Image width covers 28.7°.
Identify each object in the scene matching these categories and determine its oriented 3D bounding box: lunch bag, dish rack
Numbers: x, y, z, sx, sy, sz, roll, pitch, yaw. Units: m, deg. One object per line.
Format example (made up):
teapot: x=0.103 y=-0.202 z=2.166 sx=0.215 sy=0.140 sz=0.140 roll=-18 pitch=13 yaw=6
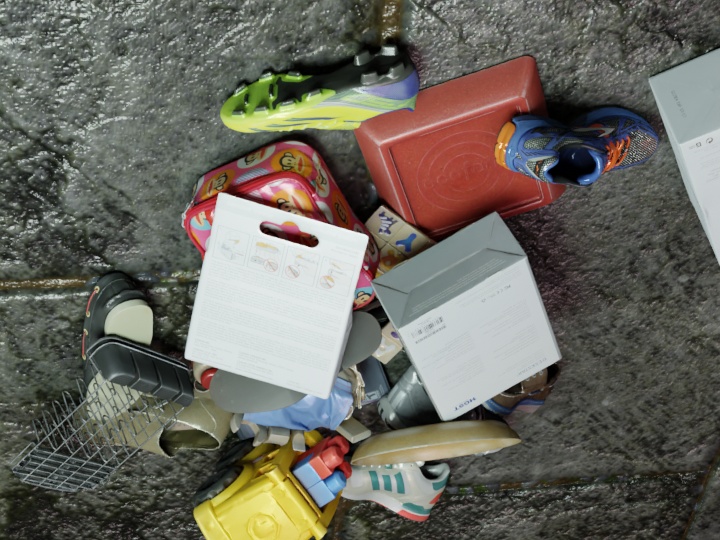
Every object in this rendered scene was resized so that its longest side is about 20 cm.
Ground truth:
lunch bag: x=-0.091 y=-0.029 z=1.486 sx=0.175 sy=0.082 sz=0.200 roll=-20 pitch=127 yaw=22
dish rack: x=-0.292 y=0.169 z=1.575 sx=0.200 sy=0.055 sz=0.153 roll=-42 pitch=144 yaw=15

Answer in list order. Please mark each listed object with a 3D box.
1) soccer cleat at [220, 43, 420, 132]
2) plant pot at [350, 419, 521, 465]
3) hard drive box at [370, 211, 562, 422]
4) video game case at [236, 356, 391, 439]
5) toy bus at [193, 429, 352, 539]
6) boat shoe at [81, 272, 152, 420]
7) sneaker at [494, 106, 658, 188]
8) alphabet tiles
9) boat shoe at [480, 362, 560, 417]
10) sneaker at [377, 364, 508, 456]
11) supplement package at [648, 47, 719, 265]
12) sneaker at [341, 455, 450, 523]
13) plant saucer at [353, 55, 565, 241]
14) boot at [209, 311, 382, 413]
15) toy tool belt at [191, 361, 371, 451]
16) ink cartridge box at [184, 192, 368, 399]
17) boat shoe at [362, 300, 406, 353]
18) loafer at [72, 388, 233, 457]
soccer cleat: x=-0.037 y=-0.161 z=1.390 sx=0.199 sy=0.065 sz=0.084 roll=-14 pitch=137 yaw=1
plant pot: x=0.085 y=0.198 z=1.629 sx=0.199 sy=0.028 sz=0.200 roll=-8 pitch=167 yaw=-2
hard drive box: x=0.117 y=0.055 z=1.518 sx=0.155 sy=0.077 sz=0.200 roll=-28 pitch=140 yaw=-2
video game case: x=-0.073 y=0.131 z=1.701 sx=0.199 sy=0.019 sz=0.143 roll=-17 pitch=135 yaw=4
toy bus: x=-0.081 y=0.254 z=1.682 sx=0.192 sy=0.200 sz=0.136 roll=-36 pitch=97 yaw=19
boat shoe: x=-0.277 y=0.089 z=1.588 sx=0.073 sy=0.063 sz=0.202 roll=-12 pitch=139 yaw=-29
sneaker: x=0.233 y=-0.117 z=1.452 sx=0.199 sy=0.078 sz=0.076 roll=-10 pitch=128 yaw=-30
alphabet tiles: x=0.000 y=0.000 z=1.550 sx=0.199 sy=0.008 sz=0.167 roll=35 pitch=122 yaw=-15
boat shoe: x=0.182 y=0.124 z=1.683 sx=0.072 sy=0.072 sz=0.200 roll=-49 pitch=159 yaw=15
sneaker: x=0.127 y=0.158 z=1.733 sx=0.199 sy=0.075 sz=0.116 roll=14 pitch=118 yaw=-34
supplement package: x=0.392 y=-0.121 z=1.485 sx=0.109 sy=0.114 sz=0.200 roll=-22 pitch=136 yaw=11
sneaker: x=0.029 y=0.254 z=1.819 sx=0.199 sy=0.070 sz=0.094 roll=25 pitch=107 yaw=-29
plant saucer: x=0.110 y=-0.112 z=1.489 sx=0.198 sy=0.037 sz=0.201 roll=-18 pitch=134 yaw=5
boot: x=-0.069 y=0.103 z=1.550 sx=0.199 sy=0.074 sz=0.075 roll=-22 pitch=180 yaw=-1
toy tool belt: x=-0.091 y=0.144 z=1.610 sx=0.199 sy=0.123 sz=0.125 roll=3 pitch=133 yaw=-15
ink cartridge box: x=-0.084 y=0.022 z=1.450 sx=0.161 sy=0.057 sz=0.201 roll=16 pitch=114 yaw=2
boat shoe: x=0.080 y=0.071 z=1.632 sx=0.199 sy=0.068 sz=0.072 roll=-1 pitch=130 yaw=-14
loafer: x=-0.246 y=0.182 z=1.670 sx=0.199 sy=0.068 sz=0.076 roll=-7 pitch=135 yaw=5
